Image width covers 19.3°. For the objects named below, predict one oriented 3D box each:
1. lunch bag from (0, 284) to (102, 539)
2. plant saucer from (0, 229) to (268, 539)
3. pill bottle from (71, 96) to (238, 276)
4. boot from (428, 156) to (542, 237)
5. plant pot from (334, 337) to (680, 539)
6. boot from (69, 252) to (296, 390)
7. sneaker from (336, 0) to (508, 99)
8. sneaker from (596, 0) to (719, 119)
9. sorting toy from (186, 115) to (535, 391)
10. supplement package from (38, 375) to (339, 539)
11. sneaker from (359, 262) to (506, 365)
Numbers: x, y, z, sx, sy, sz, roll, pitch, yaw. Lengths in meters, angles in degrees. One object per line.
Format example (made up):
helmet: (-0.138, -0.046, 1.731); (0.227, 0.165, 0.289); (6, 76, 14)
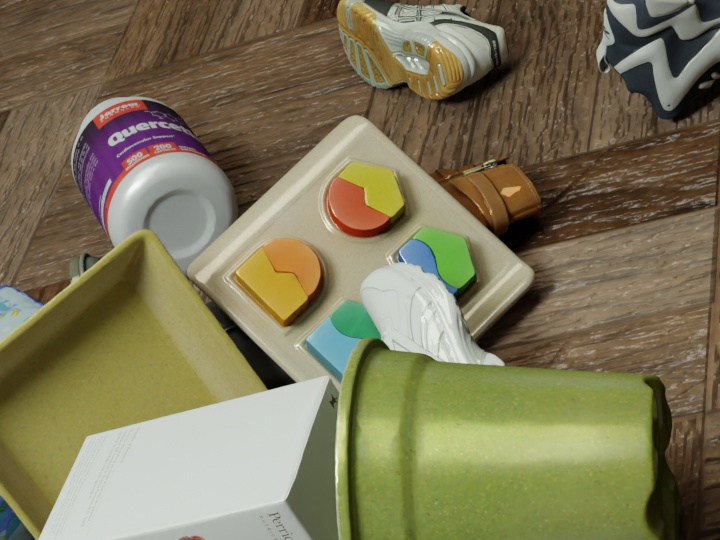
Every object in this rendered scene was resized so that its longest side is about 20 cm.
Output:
lunch bag: (-0.279, 0.117, 1.600); (0.170, 0.127, 0.201); (24, 82, 50)
plant saucer: (-0.177, 0.106, 1.519); (0.200, 0.200, 0.048); (-40, 15, -19)
pill bottle: (-0.185, -0.080, 1.838); (0.112, 0.113, 0.200); (-32, 33, -6)
boot: (0.044, -0.059, 1.678); (0.155, 0.077, 0.200); (-28, 27, -7)
plant pot: (0.097, 0.134, 1.288); (0.183, 0.201, 0.201); (-5, 38, 14)
boot: (-0.104, 0.028, 1.614); (0.199, 0.073, 0.182); (-29, 76, 6)
sneaker: (0.056, -0.203, 1.885); (0.087, 0.076, 0.200); (-25, 33, -24)
sneaker: (0.277, -0.174, 1.667); (0.198, 0.130, 0.080); (3, 51, -17)
sorting toy: (0.000, 0.000, 1.562); (0.200, 0.037, 0.185); (42, 75, 17)
supplement package: (-0.090, 0.169, 1.391); (0.199, 0.121, 0.120); (-16, 32, 27)
sneaker: (0.040, 0.072, 1.457); (0.099, 0.078, 0.200); (-30, 47, -11)
